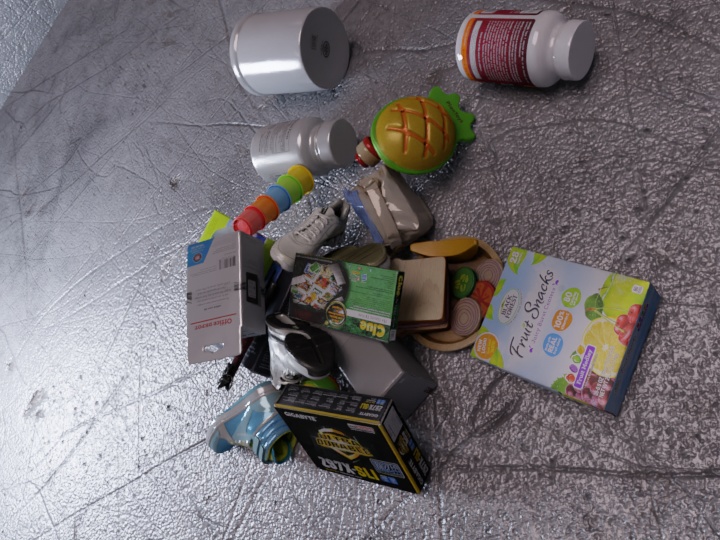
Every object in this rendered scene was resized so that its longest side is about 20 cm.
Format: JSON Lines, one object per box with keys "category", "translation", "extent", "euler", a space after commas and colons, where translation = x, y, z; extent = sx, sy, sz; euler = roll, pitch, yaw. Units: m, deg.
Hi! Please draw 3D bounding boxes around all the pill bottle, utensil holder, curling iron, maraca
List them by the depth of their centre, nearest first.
{"category": "pill bottle", "translation": [0.260, -0.353, 1.014], "extent": [0.199, 0.113, 0.114], "euler": [21, 84, 41]}
{"category": "maraca", "translation": [0.106, -0.233, 1.059], "extent": [0.199, 0.107, 0.138], "euler": [-33, 85, -24]}
{"category": "curling iron", "translation": [-0.186, 0.112, 1.069], "extent": [0.202, 0.025, 0.050], "euler": [-63, 12, -6]}
{"category": "pill bottle", "translation": [-0.109, -0.237, 1.244], "extent": [0.198, 0.114, 0.116], "euler": [0, 71, 37]}
{"category": "utensil holder", "translation": [-0.145, -0.456, 1.334], "extent": [0.198, 0.169, 0.172], "euler": [9, 77, 36]}

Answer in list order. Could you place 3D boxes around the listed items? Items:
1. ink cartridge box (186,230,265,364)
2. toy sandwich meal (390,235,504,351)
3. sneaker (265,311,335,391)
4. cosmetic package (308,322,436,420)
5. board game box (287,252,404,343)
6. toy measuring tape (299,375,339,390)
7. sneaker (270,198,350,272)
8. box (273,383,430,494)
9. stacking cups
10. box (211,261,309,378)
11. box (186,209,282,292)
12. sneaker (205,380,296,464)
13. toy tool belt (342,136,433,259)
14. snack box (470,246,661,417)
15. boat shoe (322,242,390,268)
{"category": "ink cartridge box", "translation": [-0.219, 0.050, 1.040], "extent": [0.114, 0.067, 0.203], "euler": [-13, 70, 25]}
{"category": "toy sandwich meal", "translation": [0.125, 0.027, 0.983], "extent": [0.203, 0.070, 0.208], "euler": [-15, 63, 32]}
{"category": "sneaker", "translation": [-0.092, 0.149, 1.001], "extent": [0.200, 0.075, 0.117], "euler": [-147, 52, -59]}
{"category": "cosmetic package", "translation": [0.017, 0.130, 1.000], "extent": [0.090, 0.106, 0.201], "euler": [-46, 49, 12]}
{"category": "board game box", "translation": [-0.027, 0.038, 0.968], "extent": [0.198, 0.023, 0.106], "euler": [11, 92, 36]}
{"category": "toy measuring tape", "translation": [-0.041, 0.204, 1.028], "extent": [0.198, 0.073, 0.075], "euler": [0, 71, 42]}
{"category": "sneaker", "translation": [-0.082, -0.065, 1.087], "extent": [0.075, 0.200, 0.081], "euler": [37, 129, 8]}
{"category": "box", "translation": [-0.013, 0.245, 0.938], "extent": [0.198, 0.161, 0.050], "euler": [1, 43, 37]}
{"category": "stacking cups", "translation": [-0.154, -0.124, 1.135], "extent": [0.060, 0.061, 0.200], "euler": [-11, 24, 33]}
{"category": "box", "translation": [-0.163, 0.077, 1.157], "extent": [0.147, 0.107, 0.202], "euler": [21, 85, 41]}
{"category": "box", "translation": [-0.223, -0.020, 1.143], "extent": [0.199, 0.047, 0.123], "euler": [26, 88, 42]}
{"category": "sneaker", "translation": [-0.188, 0.296, 1.106], "extent": [0.200, 0.079, 0.131], "euler": [-44, 60, 27]}
{"category": "toy tool belt", "translation": [0.023, -0.113, 1.082], "extent": [0.123, 0.124, 0.201], "euler": [-40, 71, 24]}
{"category": "snack box", "translation": [0.269, 0.076, 0.856], "extent": [0.198, 0.067, 0.171], "euler": [18, 83, 42]}
{"category": "boat shoe", "translation": [0.000, 0.000, 1.056], "extent": [0.074, 0.069, 0.200], "euler": [-29, 14, -18]}
